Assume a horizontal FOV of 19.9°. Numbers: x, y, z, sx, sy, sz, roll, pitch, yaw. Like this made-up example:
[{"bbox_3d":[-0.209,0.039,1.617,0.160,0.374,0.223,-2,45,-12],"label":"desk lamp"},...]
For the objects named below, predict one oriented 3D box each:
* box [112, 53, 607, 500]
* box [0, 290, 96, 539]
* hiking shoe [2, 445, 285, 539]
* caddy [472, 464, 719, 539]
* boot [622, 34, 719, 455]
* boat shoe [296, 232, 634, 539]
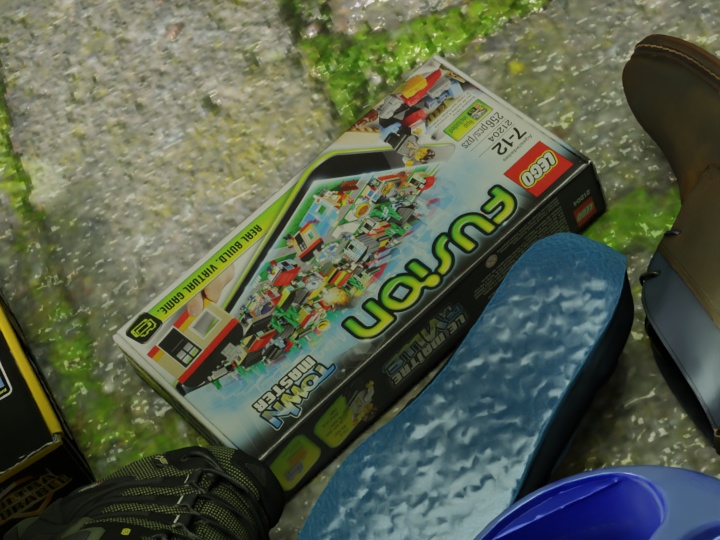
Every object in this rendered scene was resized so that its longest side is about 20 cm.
[{"bbox_3d":[0.000,0.000,0.905,0.200,0.035,0.110,-42,51,-13],"label":"box"},{"bbox_3d":[-0.236,0.086,0.926,0.200,0.049,0.160,-31,51,-4],"label":"box"},{"bbox_3d":[-0.071,0.103,0.786,0.101,0.076,0.200,-40,20,-18],"label":"hiking shoe"},{"bbox_3d":[0.079,0.161,0.699,0.141,0.105,0.200,20,63,32],"label":"caddy"},{"bbox_3d":[0.138,-0.015,0.836,0.097,0.075,0.200,-30,51,-6],"label":"boot"},{"bbox_3d":[0.051,0.080,0.804,0.084,0.069,0.200,36,73,29],"label":"boat shoe"}]
